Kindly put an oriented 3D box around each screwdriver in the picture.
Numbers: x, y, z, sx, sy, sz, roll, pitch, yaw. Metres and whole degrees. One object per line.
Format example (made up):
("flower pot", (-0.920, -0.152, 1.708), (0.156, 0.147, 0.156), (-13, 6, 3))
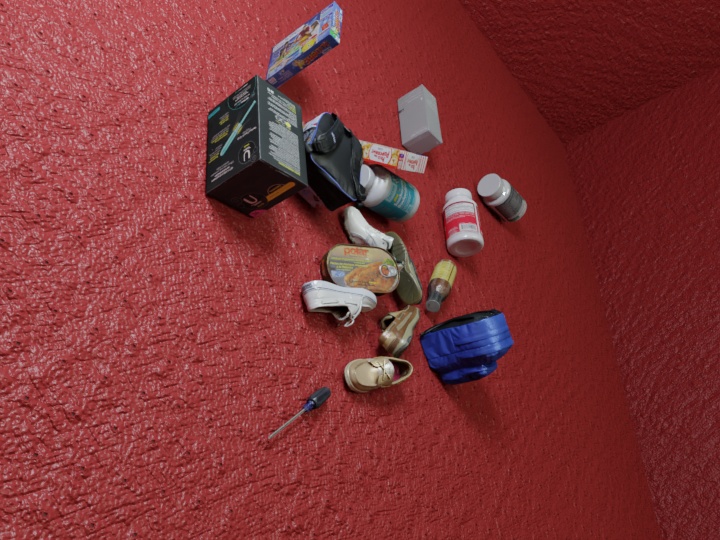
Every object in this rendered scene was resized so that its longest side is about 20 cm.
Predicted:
("screwdriver", (-0.111, 0.257, 1.152), (0.200, 0.029, 0.028), (-27, 93, -55))

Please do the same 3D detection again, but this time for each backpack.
("backpack", (-0.077, -0.246, 1.429), (0.200, 0.154, 0.191), (50, 42, -35))
("backpack", (0.285, 0.189, 1.627), (0.162, 0.200, 0.168), (-16, 83, -60))

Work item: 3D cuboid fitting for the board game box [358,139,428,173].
("board game box", (0.047, -0.292, 1.616), (0.151, 0.200, 0.046), (-4, 111, -57))

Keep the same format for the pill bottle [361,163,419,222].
("pill bottle", (0.056, -0.201, 1.636), (0.200, 0.111, 0.111), (21, 52, -49))

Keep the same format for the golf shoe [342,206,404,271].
("golf shoe", (0.035, -0.074, 1.533), (0.200, 0.097, 0.078), (60, 33, -7))

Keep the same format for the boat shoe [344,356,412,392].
("boat shoe", (0.043, 0.213, 1.368), (0.200, 0.069, 0.074), (3, 67, -56))

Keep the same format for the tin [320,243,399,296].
("tin", (0.000, 0.000, 1.433), (0.200, 0.042, 0.112), (5, 72, -36))

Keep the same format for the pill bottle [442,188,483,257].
("pill bottle", (0.314, -0.151, 1.993), (0.112, 0.112, 0.200), (33, 44, -42))

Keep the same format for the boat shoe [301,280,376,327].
("boat shoe", (-0.035, 0.080, 1.338), (0.202, 0.075, 0.086), (18, 54, -48))

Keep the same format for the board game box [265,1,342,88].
("board game box", (-0.131, -0.520, 1.488), (0.034, 0.200, 0.136), (38, 41, -37))

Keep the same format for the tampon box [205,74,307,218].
("tampon box", (-0.200, -0.233, 1.232), (0.126, 0.150, 0.200), (26, 48, -46))

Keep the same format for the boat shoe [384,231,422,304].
("boat shoe", (0.102, -0.001, 1.616), (0.201, 0.072, 0.066), (67, 9, 22))

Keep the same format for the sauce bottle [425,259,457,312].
("sauce bottle", (0.216, 0.042, 1.758), (0.066, 0.066, 0.200), (56, 33, -15))

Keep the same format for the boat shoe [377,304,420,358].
("boat shoe", (0.087, 0.125, 1.492), (0.074, 0.076, 0.200), (32, 24, -1))

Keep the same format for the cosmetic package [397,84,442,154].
("cosmetic package", (0.185, -0.470, 2.027), (0.090, 0.107, 0.200), (34, 41, -41))

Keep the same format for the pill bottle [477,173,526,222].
("pill bottle", (0.526, -0.270, 2.397), (0.200, 0.113, 0.113), (33, 44, -43))
